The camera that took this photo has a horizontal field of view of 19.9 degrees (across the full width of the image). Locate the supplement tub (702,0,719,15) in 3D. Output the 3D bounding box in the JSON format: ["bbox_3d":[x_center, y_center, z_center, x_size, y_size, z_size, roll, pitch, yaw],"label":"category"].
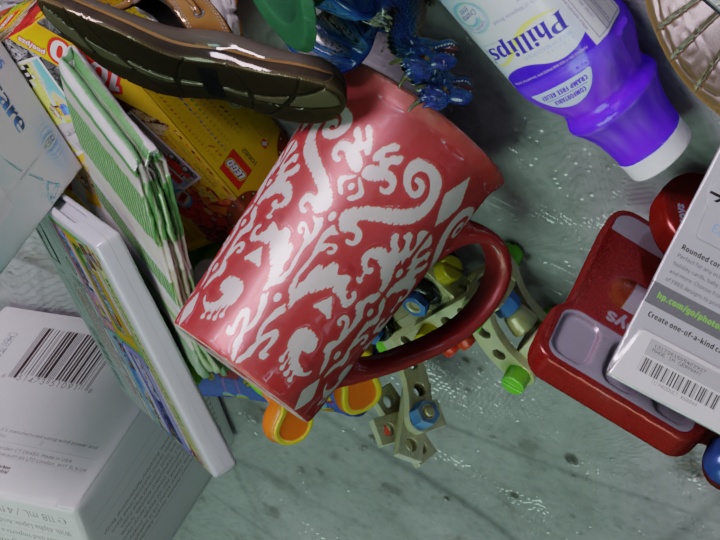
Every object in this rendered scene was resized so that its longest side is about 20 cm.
[{"bbox_3d":[0.238,-0.175,1.042,0.199,0.141,0.140,38,142,-8],"label":"supplement tub"}]

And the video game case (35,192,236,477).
[{"bbox_3d":[-0.168,0.035,1.455,0.182,0.022,0.201,32,150,58],"label":"video game case"}]

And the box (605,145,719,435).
[{"bbox_3d":[0.255,0.007,1.197,0.155,0.201,0.041,27,-179,6],"label":"box"}]

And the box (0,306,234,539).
[{"bbox_3d":[-0.242,0.151,1.673,0.197,0.201,0.131,7,135,28],"label":"box"}]

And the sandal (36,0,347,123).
[{"bbox_3d":[-0.099,-0.143,1.259,0.198,0.055,0.082,13,161,11],"label":"sandal"}]

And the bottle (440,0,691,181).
[{"bbox_3d":[0.119,-0.139,1.222,0.083,0.066,0.200,-23,117,44],"label":"bottle"}]

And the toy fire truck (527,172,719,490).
[{"bbox_3d":[0.214,0.052,1.282,0.199,0.168,0.112,32,142,-1],"label":"toy fire truck"}]

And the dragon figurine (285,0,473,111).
[{"bbox_3d":[-0.013,-0.163,1.259,0.198,0.100,0.059,21,141,14],"label":"dragon figurine"}]

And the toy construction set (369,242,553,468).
[{"bbox_3d":[0.070,0.052,1.453,0.131,0.092,0.200,41,130,-12],"label":"toy construction set"}]

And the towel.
[{"bbox_3d":[-0.146,-0.037,1.365,0.153,0.023,0.201,48,160,44],"label":"towel"}]

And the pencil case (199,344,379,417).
[{"bbox_3d":[-0.079,0.062,1.566,0.198,0.087,0.079,6,97,28],"label":"pencil case"}]

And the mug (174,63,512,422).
[{"bbox_3d":[-0.002,-0.003,1.308,0.177,0.201,0.133,36,174,2],"label":"mug"}]

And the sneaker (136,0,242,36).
[{"bbox_3d":[-0.136,-0.191,1.305,0.076,0.092,0.201,40,149,42],"label":"sneaker"}]

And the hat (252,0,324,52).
[{"bbox_3d":[0.015,-0.228,1.155,0.200,0.175,0.166,56,165,40],"label":"hat"}]

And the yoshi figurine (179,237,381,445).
[{"bbox_3d":[-0.071,0.050,1.457,0.112,0.112,0.200,32,-171,-46],"label":"yoshi figurine"}]

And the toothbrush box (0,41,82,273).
[{"bbox_3d":[-0.295,-0.056,1.359,0.085,0.201,0.147,-4,129,36],"label":"toothbrush box"}]

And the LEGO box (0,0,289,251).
[{"bbox_3d":[-0.163,-0.110,1.437,0.148,0.077,0.200,-19,120,45],"label":"LEGO box"}]

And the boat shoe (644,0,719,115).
[{"bbox_3d":[0.232,-0.108,1.154,0.073,0.065,0.201,-40,75,23],"label":"boat shoe"}]
